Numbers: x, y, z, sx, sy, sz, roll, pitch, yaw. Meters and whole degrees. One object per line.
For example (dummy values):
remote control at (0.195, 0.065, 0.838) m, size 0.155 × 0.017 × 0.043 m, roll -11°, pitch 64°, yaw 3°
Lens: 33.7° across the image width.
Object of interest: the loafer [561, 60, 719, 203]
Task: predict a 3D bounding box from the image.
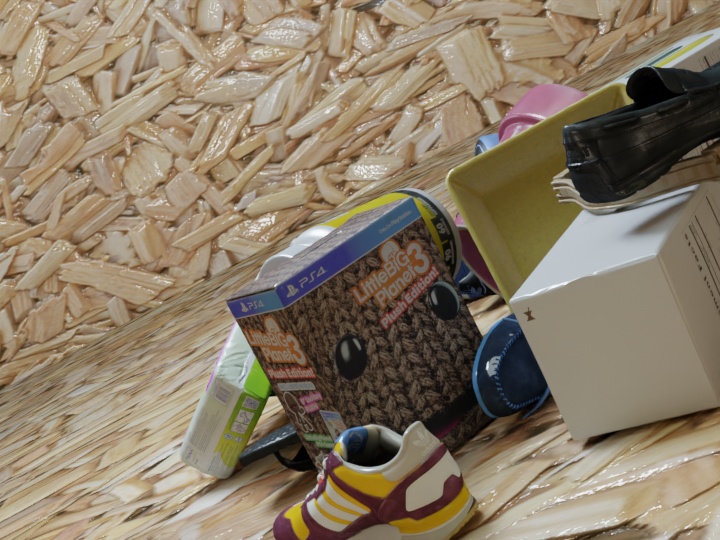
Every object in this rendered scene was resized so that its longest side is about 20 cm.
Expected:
loafer at (0.228, -0.121, 0.875) m, size 0.199 × 0.071 × 0.068 m, roll -32°, pitch 15°, yaw -24°

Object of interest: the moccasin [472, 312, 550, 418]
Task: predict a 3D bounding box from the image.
moccasin at (0.163, 0.055, 1.005) m, size 0.068 × 0.081 × 0.200 m, roll -14°, pitch 17°, yaw 41°

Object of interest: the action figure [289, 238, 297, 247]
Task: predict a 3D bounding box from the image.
action figure at (-0.028, 0.038, 1.439) m, size 0.199 × 0.133 × 0.150 m, roll -37°, pitch 44°, yaw 36°

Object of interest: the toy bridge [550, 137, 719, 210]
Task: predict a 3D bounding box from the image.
toy bridge at (0.215, -0.072, 0.936) m, size 0.067 × 0.027 × 0.199 m, roll -32°, pitch 13°, yaw -25°

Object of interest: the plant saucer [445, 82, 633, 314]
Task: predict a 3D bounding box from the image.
plant saucer at (0.210, -0.046, 1.139) m, size 0.198 × 0.202 × 0.048 m, roll -27°, pitch -16°, yaw 4°

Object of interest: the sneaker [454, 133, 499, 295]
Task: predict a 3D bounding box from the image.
sneaker at (0.140, -0.067, 1.383) m, size 0.077 × 0.202 × 0.070 m, roll -5°, pitch -25°, yaw 0°

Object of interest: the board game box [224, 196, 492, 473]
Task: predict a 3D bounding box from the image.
board game box at (0.010, 0.067, 1.011) m, size 0.159 × 0.202 × 0.096 m, roll -34°, pitch 11°, yaw -31°

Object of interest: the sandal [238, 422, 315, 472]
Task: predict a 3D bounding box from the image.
sandal at (-0.026, 0.156, 1.145) m, size 0.199 × 0.048 × 0.075 m, roll -19°, pitch -5°, yaw -38°

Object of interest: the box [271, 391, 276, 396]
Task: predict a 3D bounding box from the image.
box at (-0.018, 0.103, 1.389) m, size 0.199 × 0.049 × 0.117 m, roll -32°, pitch 10°, yaw -31°

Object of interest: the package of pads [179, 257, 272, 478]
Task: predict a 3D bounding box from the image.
package of pads at (-0.124, 0.107, 1.286) m, size 0.201 × 0.068 × 0.155 m, roll -69°, pitch 5°, yaw -50°

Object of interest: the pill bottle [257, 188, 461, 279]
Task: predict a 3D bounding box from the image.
pill bottle at (0.000, 0.000, 1.153) m, size 0.114 × 0.115 × 0.199 m, roll -19°, pitch 6°, yaw 45°

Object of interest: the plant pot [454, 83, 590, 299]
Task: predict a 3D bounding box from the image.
plant pot at (0.198, -0.066, 1.262) m, size 0.179 × 0.200 × 0.200 m, roll -46°, pitch 14°, yaw -14°

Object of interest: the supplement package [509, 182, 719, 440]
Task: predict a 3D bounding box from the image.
supplement package at (0.216, 0.019, 0.901) m, size 0.120 × 0.121 × 0.200 m, roll -19°, pitch 12°, yaw 34°

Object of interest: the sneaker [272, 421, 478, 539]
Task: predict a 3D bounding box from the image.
sneaker at (-0.004, 0.160, 0.893) m, size 0.199 × 0.091 × 0.075 m, roll -20°, pitch 12°, yaw 41°

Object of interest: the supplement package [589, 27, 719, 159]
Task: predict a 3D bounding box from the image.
supplement package at (0.362, -0.166, 1.371) m, size 0.199 × 0.152 × 0.152 m, roll -30°, pitch 9°, yaw -11°

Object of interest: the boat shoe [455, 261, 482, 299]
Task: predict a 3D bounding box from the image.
boat shoe at (0.113, 0.001, 1.470) m, size 0.198 × 0.073 × 0.072 m, roll -17°, pitch 3°, yaw 29°
